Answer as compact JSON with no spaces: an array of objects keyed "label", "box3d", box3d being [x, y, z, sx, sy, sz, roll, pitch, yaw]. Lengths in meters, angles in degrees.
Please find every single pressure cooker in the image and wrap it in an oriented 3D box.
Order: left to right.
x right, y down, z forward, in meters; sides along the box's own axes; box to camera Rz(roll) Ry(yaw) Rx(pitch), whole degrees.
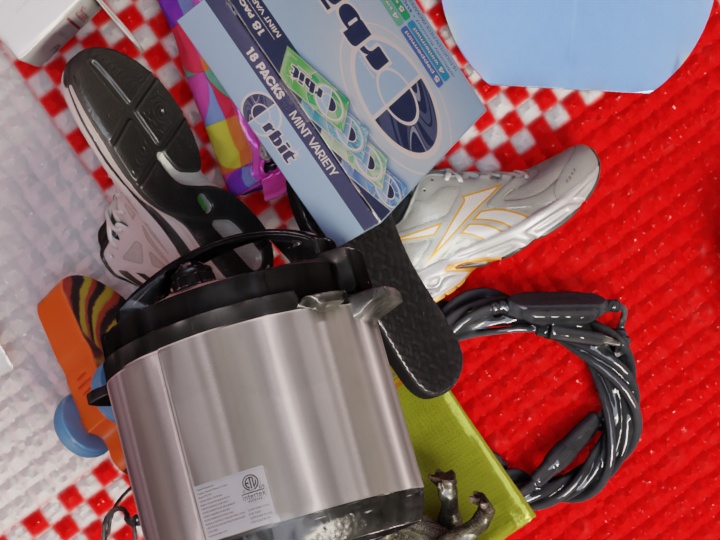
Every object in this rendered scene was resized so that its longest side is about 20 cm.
[{"label":"pressure cooker","box3d":[-0.061,0.078,0.854,0.174,0.178,0.203,-11,78,-27]}]

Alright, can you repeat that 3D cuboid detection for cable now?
[{"label":"cable","box3d":[0.108,0.096,1.037,0.197,0.051,0.166,-2,102,-13]}]

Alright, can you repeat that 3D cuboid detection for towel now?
[{"label":"towel","box3d":[0.031,0.110,0.982,0.086,0.018,0.201,-36,86,17]}]

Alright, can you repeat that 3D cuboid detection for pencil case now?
[{"label":"pencil case","box3d":[-0.086,-0.149,0.969,0.087,0.088,0.202,-23,96,-3]}]

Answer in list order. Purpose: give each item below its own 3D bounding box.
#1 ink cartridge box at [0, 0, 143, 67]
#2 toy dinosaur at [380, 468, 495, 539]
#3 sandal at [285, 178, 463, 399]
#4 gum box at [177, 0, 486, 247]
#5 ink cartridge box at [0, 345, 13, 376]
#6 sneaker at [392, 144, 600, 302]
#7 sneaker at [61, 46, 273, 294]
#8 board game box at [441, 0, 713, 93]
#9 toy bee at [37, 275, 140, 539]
[{"label":"ink cartridge box","box3d":[-0.234,-0.201,0.931,0.067,0.116,0.200,-42,98,-1]},{"label":"toy dinosaur","box3d":[0.044,0.189,0.951,0.197,0.077,0.104,4,108,10]},{"label":"sandal","box3d":[0.000,0.000,0.950,0.075,0.045,0.202,-40,106,-38]},{"label":"gum box","box3d":[-0.010,-0.132,0.930,0.044,0.200,0.171,-28,101,34]},{"label":"ink cartridge box","box3d":[-0.354,0.013,0.982,0.161,0.050,0.202,-27,106,-4]},{"label":"sneaker","box3d":[0.076,-0.047,1.006,0.199,0.076,0.093,-31,94,-4]},{"label":"sneaker","box3d":[-0.156,-0.049,0.942,0.114,0.076,0.201,-14,125,35]},{"label":"board game box","box3d":[0.153,-0.211,1.015,0.197,0.039,0.160,2,101,-2]},{"label":"toy bee","box3d":[-0.156,0.104,0.982,0.108,0.130,0.203,6,76,-46]}]
